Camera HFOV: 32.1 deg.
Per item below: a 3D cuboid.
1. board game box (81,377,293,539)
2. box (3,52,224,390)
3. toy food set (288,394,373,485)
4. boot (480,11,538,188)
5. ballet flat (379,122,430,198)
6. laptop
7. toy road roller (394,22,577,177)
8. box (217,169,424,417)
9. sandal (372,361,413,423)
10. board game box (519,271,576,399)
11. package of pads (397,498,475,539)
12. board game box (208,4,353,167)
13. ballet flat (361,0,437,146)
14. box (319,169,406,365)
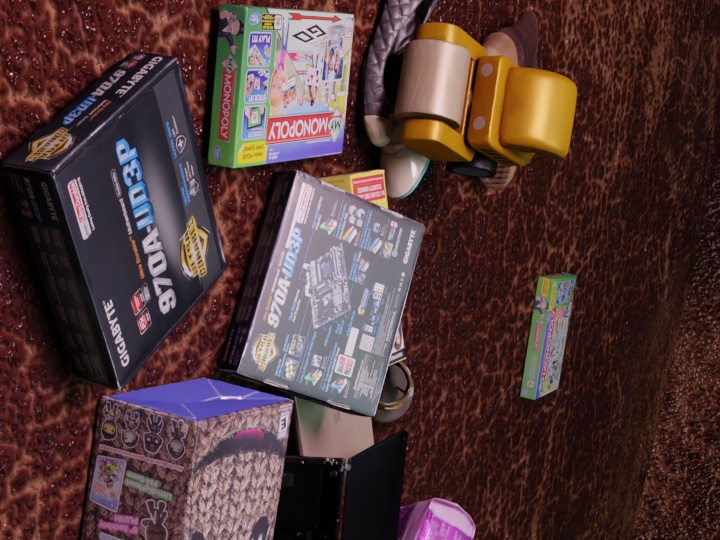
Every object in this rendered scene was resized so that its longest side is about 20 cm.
[{"bbox_3d":[-0.148,0.205,1.061,0.159,0.096,0.202,-4,103,-64],"label":"board game box"},{"bbox_3d":[-0.176,-0.038,0.940,0.159,0.046,0.201,-53,146,-43],"label":"box"},{"bbox_3d":[-0.050,0.151,1.311,0.143,0.060,0.201,-37,125,-55],"label":"toy food set"},{"bbox_3d":[0.203,-0.226,1.655,0.166,0.072,0.201,-43,134,-49],"label":"boot"},{"bbox_3d":[0.056,-0.174,1.393,0.070,0.069,0.201,65,41,-52],"label":"ballet flat"},{"bbox_3d":[-0.052,0.253,1.257,0.103,0.198,0.179,-111,-155,-76],"label":"laptop"},{"bbox_3d":[0.139,-0.175,1.320,0.200,0.145,0.124,20,77,-57],"label":"toy road roller"},{"bbox_3d":[-0.034,0.024,1.198,0.158,0.046,0.201,21,79,-31],"label":"box"},{"bbox_3d":[0.030,0.125,1.458,0.082,0.054,0.200,-68,153,-21],"label":"sandal"},{"bbox_3d":[0.315,0.107,2.093,0.134,0.029,0.202,-8,108,-65],"label":"board game box"},{"bbox_3d":[0.042,0.335,1.434,0.075,0.200,0.121,33,60,-16],"label":"package of pads"},{"bbox_3d":[-0.068,-0.169,1.137,0.200,0.029,0.136,-19,117,-62],"label":"board game box"},{"bbox_3d":[0.042,-0.230,1.330,0.066,0.056,0.202,18,84,-64],"label":"ballet flat"},{"bbox_3d":[0.000,0.000,1.290,0.075,0.050,0.202,-14,98,-58],"label":"box"}]
